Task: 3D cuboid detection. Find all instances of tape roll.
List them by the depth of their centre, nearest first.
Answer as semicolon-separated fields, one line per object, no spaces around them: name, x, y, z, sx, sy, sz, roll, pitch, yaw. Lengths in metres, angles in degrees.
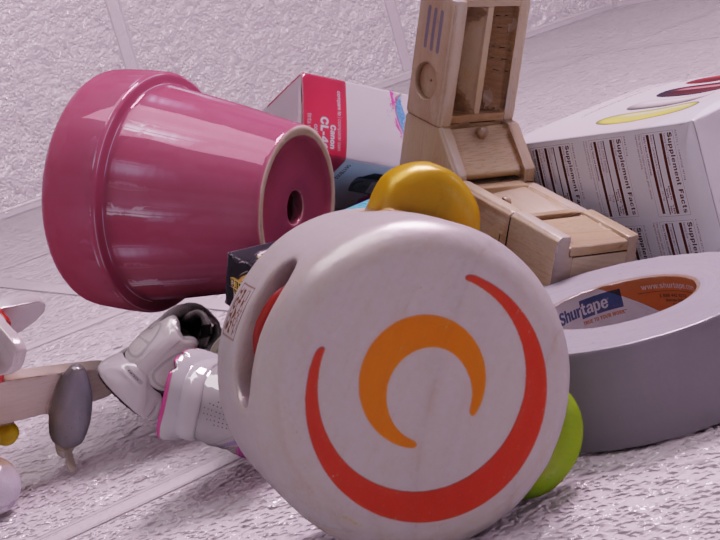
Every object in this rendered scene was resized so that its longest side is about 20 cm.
tape roll;0.175;0.050;1.019;0.199;0.066;0.200;-16;12;3

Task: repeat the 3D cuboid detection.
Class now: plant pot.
plant pot;-0.127;-0.060;1.268;0.178;0.201;0.200;6;20;26

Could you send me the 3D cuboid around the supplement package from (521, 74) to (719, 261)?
supplement package;0.260;-0.067;1.252;0.191;0.148;0.200;-24;13;-37

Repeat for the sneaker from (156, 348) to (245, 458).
sneaker;-0.058;0.094;1.114;0.088;0.082;0.200;19;16;23

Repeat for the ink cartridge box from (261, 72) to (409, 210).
ink cartridge box;0.004;-0.105;1.482;0.199;0.086;0.148;11;-23;-24

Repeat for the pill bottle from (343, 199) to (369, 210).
pill bottle;0.000;0.000;1.376;0.200;0.111;0.111;-24;14;-36

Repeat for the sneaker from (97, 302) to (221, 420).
sneaker;-0.139;0.063;1.272;0.081;0.075;0.200;-49;-2;11

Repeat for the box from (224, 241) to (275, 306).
box;0.036;0.019;1.163;0.199;0.050;0.198;-14;28;-40

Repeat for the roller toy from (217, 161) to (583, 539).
roller toy;0.013;0.055;0.896;0.182;0.201;0.140;-24;12;-13

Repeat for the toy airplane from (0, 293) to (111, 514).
toy airplane;-0.286;0.111;1.164;0.199;0.141;0.199;-30;-20;-3

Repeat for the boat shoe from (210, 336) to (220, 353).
boat shoe;-0.026;0.053;1.254;0.198;0.075;0.066;-17;10;-10

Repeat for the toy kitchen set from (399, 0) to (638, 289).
toy kitchen set;0.087;-0.095;1.153;0.163;0.181;0.200;-8;26;-33
